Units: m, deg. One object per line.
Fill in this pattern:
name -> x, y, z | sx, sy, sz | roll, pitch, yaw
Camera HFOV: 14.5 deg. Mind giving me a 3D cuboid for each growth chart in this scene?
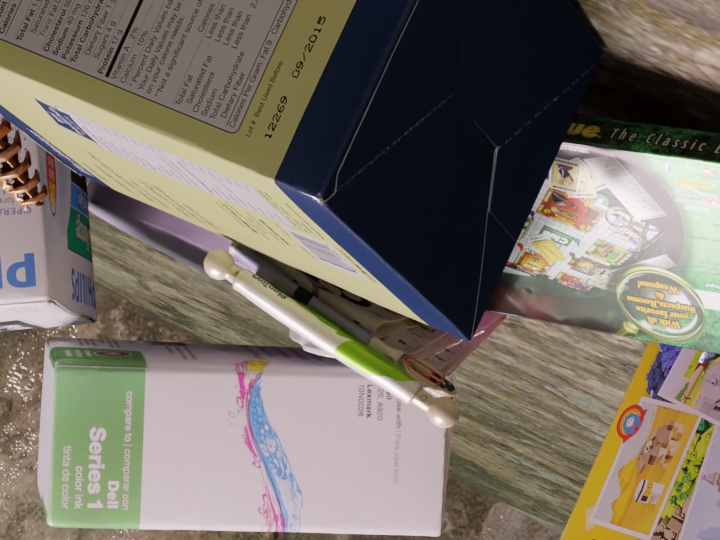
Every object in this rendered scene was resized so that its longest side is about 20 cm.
growth chart -> 0.000, 0.000, 1.245 | 0.144, 0.018, 0.200 | 31, -159, 4

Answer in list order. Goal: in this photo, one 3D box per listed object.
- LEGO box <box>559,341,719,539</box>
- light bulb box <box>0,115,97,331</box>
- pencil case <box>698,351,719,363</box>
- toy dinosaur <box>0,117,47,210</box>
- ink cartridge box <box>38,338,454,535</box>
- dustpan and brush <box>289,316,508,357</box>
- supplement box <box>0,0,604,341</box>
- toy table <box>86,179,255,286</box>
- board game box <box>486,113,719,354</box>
LEGO box -> 0.189, 0.087, 1.294 | 0.077, 0.201, 0.149 | 30, 171, -34
light bulb box -> -0.204, -0.071, 1.372 | 0.124, 0.202, 0.198 | -5, 177, 1
pencil case -> 0.086, -0.036, 1.265 | 0.199, 0.091, 0.094 | 26, -150, 16
toy dinosaur -> -0.172, -0.132, 1.226 | 0.102, 0.135, 0.201 | 39, 142, 47
ink cartridge box -> -0.062, 0.084, 1.444 | 0.198, 0.085, 0.145 | 2, -177, -8
dustpan and brush -> 0.069, -0.025, 1.362 | 0.198, 0.141, 0.057 | 2, -177, -8
supplement box -> -0.040, -0.091, 1.094 | 0.199, 0.135, 0.200 | 23, 172, 23
toy table -> -0.045, -0.050, 1.469 | 0.199, 0.118, 0.184 | 23, 173, 29
board game box -> 0.125, -0.014, 1.168 | 0.199, 0.023, 0.105 | 11, 130, 29
